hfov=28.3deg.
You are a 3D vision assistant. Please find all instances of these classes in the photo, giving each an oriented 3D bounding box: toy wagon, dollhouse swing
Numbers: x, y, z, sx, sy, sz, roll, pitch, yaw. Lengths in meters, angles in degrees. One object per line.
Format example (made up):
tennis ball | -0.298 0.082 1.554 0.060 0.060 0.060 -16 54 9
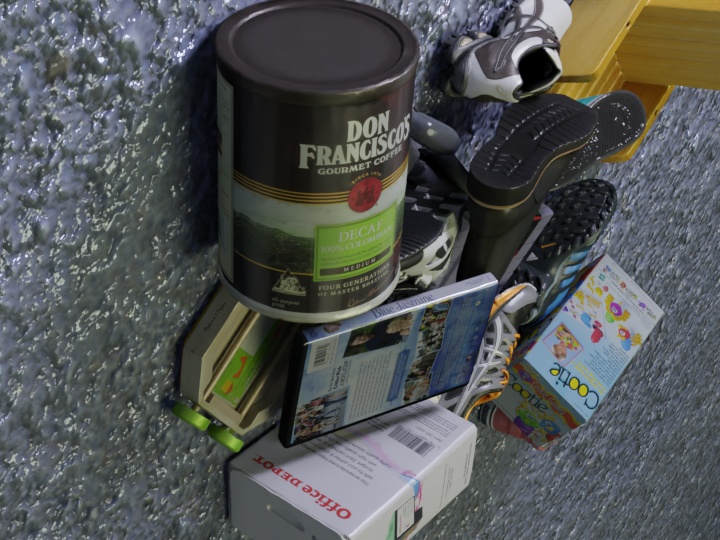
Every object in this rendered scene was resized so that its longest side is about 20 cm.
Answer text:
toy wagon | -0.086 0.080 1.234 0.155 0.040 0.200 -57 152 -9
dollhouse swing | 0.311 -0.193 1.513 0.182 0.176 0.200 -58 152 -10

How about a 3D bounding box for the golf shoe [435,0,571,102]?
golf shoe | 0.159 -0.201 1.342 0.200 0.094 0.078 -38 141 -41

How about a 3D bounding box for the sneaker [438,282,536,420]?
sneaker | 0.132 0.099 1.544 0.200 0.077 0.078 -51 172 -11

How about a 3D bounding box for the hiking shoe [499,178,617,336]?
hiking shoe | 0.222 -0.019 1.633 0.200 0.074 0.087 -51 158 -2

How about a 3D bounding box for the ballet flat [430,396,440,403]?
ballet flat | 0.051 0.139 1.466 0.076 0.064 0.200 -78 172 -54

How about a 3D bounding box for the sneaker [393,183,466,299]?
sneaker | 0.040 -0.008 1.233 0.200 0.074 0.089 -32 132 -58

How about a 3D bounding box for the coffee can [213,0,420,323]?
coffee can | -0.036 -0.083 1.067 0.146 0.146 0.200 -36 142 -40

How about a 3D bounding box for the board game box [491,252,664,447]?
board game box | 0.248 0.093 1.668 0.200 0.105 0.103 -46 -177 -36

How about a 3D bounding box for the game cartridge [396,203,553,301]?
game cartridge | 0.115 -0.010 1.459 0.200 0.038 0.130 -13 145 -54

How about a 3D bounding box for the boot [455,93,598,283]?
boot | 0.144 -0.070 1.318 0.200 0.077 0.138 -37 147 -43

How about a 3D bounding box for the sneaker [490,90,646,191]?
sneaker | 0.175 -0.122 1.427 0.200 0.121 0.084 -23 94 -24

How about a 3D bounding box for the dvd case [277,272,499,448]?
dvd case | 0.024 0.080 1.262 0.200 0.018 0.143 -17 141 -26

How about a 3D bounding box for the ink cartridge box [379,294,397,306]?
ink cartridge box | 0.000 0.000 1.293 0.099 0.039 0.200 -57 153 -32

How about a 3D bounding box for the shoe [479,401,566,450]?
shoe | 0.240 0.150 1.768 0.200 0.091 0.072 -35 141 -41

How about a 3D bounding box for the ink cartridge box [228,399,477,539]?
ink cartridge box | -0.007 0.193 1.343 0.200 0.145 0.084 -35 141 -42

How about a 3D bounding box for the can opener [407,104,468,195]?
can opener | 0.071 -0.095 1.313 0.053 0.067 0.200 -60 151 -5
